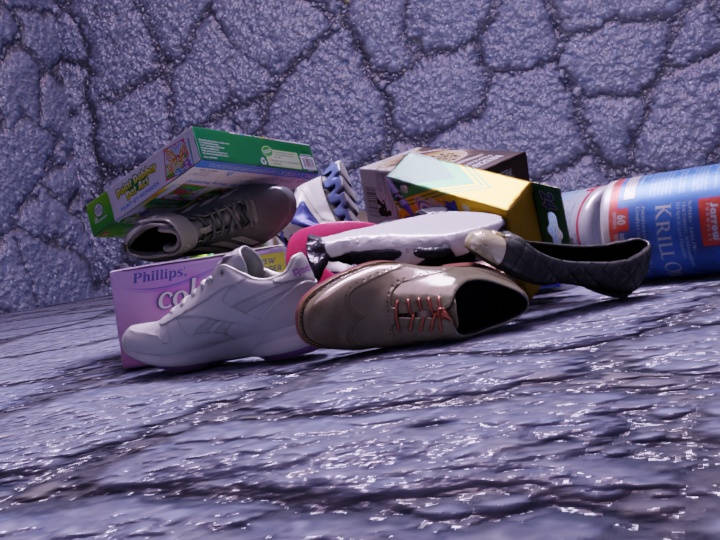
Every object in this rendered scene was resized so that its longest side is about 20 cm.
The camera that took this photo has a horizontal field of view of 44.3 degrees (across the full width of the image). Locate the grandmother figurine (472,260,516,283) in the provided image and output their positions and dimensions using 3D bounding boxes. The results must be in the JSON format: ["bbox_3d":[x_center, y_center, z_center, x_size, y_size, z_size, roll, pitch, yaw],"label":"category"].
[{"bbox_3d":[0.043,0.029,0.835,0.195,0.062,0.121,-6,-6,-2],"label":"grandmother figurine"}]

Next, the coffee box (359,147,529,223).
[{"bbox_3d":[0.105,-0.102,1.117,0.112,0.082,0.198,-23,22,-34],"label":"coffee box"}]

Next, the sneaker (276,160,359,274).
[{"bbox_3d":[-0.053,-0.035,1.163,0.113,0.204,0.081,-17,-23,14],"label":"sneaker"}]

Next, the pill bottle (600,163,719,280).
[{"bbox_3d":[0.360,-0.052,0.919,0.197,0.115,0.111,-8,2,36],"label":"pill bottle"}]

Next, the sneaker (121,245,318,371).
[{"bbox_3d":[-0.123,0.033,0.783,0.195,0.102,0.075,-9,4,16],"label":"sneaker"}]

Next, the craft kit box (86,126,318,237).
[{"bbox_3d":[-0.182,-0.094,1.033,0.196,0.049,0.198,-30,-16,32],"label":"craft kit box"}]

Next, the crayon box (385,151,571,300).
[{"bbox_3d":[0.128,-0.046,0.950,0.198,0.127,0.052,20,54,40],"label":"crayon box"}]

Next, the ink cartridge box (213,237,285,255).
[{"bbox_3d":[-0.137,0.004,1.184,0.066,0.120,0.200,-8,6,5],"label":"ink cartridge box"}]

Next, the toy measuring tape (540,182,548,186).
[{"bbox_3d":[0.194,-0.042,1.241,0.199,0.074,0.074,-41,-4,11],"label":"toy measuring tape"}]

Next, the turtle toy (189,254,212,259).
[{"bbox_3d":[-0.214,0.014,1.313,0.099,0.149,0.200,14,2,-3],"label":"turtle toy"}]

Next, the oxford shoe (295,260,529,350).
[{"bbox_3d":[0.045,0.027,0.725,0.196,0.072,0.075,-10,8,-18],"label":"oxford shoe"}]

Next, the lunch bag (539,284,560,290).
[{"bbox_3d":[0.154,-0.008,1.077,0.147,0.096,0.200,-6,13,1],"label":"lunch bag"}]

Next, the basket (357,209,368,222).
[{"bbox_3d":[0.007,-0.023,1.297,0.176,0.140,0.199,6,1,-20],"label":"basket"}]

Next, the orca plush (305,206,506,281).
[{"bbox_3d":[0.047,-0.006,0.874,0.196,0.073,0.105,-14,25,-11],"label":"orca plush"}]

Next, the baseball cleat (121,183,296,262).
[{"bbox_3d":[-0.163,-0.045,0.970,0.196,0.071,0.106,-19,9,-3],"label":"baseball cleat"}]

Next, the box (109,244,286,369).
[{"bbox_3d":[-0.162,0.033,0.955,0.172,0.099,0.200,-8,2,-7],"label":"box"}]

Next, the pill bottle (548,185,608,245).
[{"bbox_3d":[0.293,-0.054,1.229,0.107,0.112,0.199,-9,3,-24],"label":"pill bottle"}]

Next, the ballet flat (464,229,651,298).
[{"bbox_3d":[0.178,-0.017,0.801,0.196,0.058,0.067,8,22,-27],"label":"ballet flat"}]

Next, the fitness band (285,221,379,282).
[{"bbox_3d":[0.000,0.000,0.993,0.141,0.038,0.200,-8,-24,23],"label":"fitness band"}]
